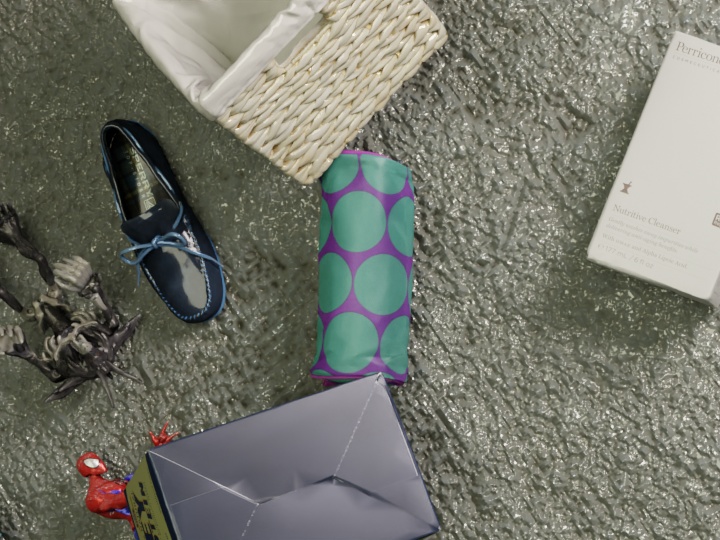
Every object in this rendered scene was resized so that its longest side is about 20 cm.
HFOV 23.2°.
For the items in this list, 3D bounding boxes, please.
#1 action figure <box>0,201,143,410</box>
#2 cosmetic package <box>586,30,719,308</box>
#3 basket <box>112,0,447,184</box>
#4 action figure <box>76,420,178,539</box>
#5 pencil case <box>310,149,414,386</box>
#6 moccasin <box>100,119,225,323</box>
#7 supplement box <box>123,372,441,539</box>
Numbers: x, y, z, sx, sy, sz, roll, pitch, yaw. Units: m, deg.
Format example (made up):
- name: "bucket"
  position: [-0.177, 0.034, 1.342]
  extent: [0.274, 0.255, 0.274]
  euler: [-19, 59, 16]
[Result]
- name: "action figure"
  position: [-0.282, 0.038, 1.571]
  extent: [0.200, 0.102, 0.119]
  euler: [43, 85, 16]
- name: "cosmetic package"
  position: [0.276, -0.082, 1.437]
  extent: [0.113, 0.081, 0.200]
  euler: [20, 91, 18]
- name: "basket"
  position: [-0.064, -0.214, 1.466]
  extent: [0.198, 0.161, 0.200]
  euler: [-46, 45, 7]
- name: "action figure"
  position: [-0.165, 0.214, 1.540]
  extent: [0.200, 0.065, 0.099]
  euler: [40, 104, 14]
- name: "pencil case"
  position: [0.000, 0.000, 1.504]
  extent: [0.092, 0.085, 0.201]
  euler: [-4, 83, 53]
- name: "moccasin"
  position: [-0.190, -0.042, 1.568]
  extent: [0.080, 0.068, 0.200]
  euler: [-32, 78, 10]
- name: "supplement box"
  position: [-0.070, 0.192, 1.412]
  extent: [0.200, 0.200, 0.135]
  euler: [-17, 79, -17]
